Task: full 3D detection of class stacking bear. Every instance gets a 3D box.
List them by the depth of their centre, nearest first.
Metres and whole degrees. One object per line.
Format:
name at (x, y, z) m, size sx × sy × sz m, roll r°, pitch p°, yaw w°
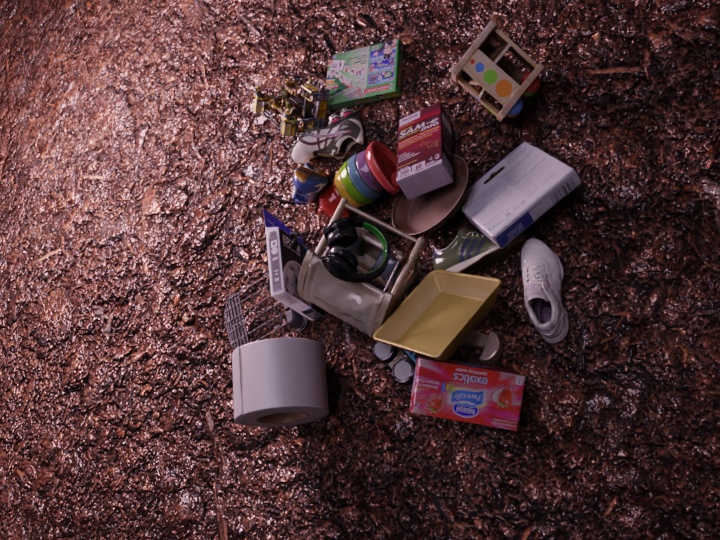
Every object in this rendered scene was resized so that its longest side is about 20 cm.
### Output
stacking bear at (-0.012, -0.184, 1.672) m, size 0.198 × 0.114 × 0.122 m, roll -34°, pitch 16°, yaw 31°

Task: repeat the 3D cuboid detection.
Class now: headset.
headset at (-0.038, -0.047, 1.436) m, size 0.195 × 0.094 × 0.126 m, roll 3°, pitch 66°, yaw -6°

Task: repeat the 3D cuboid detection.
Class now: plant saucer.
plant saucer at (0.149, 0.089, 1.413) m, size 0.200 × 0.049 × 0.198 m, roll -46°, pitch 28°, yaw -22°
plant saucer at (0.151, -0.149, 1.573) m, size 0.198 × 0.037 × 0.203 m, roll -30°, pitch 39°, yaw 27°

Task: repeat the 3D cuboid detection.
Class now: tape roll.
tape roll at (-0.166, 0.237, 1.573) m, size 0.199 × 0.202 × 0.143 m, roll -17°, pitch 67°, yaw 25°

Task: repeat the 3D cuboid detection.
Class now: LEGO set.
LEGO set at (-0.165, -0.415, 1.804) m, size 0.200 × 0.151 × 0.118 m, roll 48°, pitch 137°, yaw 43°

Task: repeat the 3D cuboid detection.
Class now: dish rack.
dish rack at (-0.225, 0.096, 1.743) m, size 0.197 × 0.054 × 0.156 m, roll -29°, pitch 60°, yaw 22°

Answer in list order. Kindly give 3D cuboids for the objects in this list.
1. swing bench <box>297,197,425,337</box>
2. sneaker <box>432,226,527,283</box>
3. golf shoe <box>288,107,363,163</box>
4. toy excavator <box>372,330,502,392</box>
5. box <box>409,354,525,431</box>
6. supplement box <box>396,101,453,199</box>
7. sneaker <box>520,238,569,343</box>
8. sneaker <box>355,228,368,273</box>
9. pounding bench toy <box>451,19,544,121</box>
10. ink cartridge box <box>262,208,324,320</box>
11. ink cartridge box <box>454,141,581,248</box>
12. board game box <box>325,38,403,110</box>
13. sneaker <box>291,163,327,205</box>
swing bench at (0.000, 0.000, 1.530) m, size 0.196 × 0.131 × 0.202 m, roll 26°, pitch 66°, yaw 15°
sneaker at (0.226, -0.052, 1.508) m, size 0.198 × 0.067 × 0.092 m, roll -29°, pitch 67°, yaw 24°
golf shoe at (-0.082, -0.295, 1.770) m, size 0.197 × 0.077 × 0.090 m, roll -29°, pitch 70°, yaw 21°
toy excavator at (0.151, 0.154, 1.481) m, size 0.200 × 0.100 × 0.194 m, roll -46°, pitch 58°, yaw 0°
box at (0.192, 0.219, 1.373) m, size 0.195 × 0.095 × 0.102 m, roll 9°, pitch 89°, yaw 4°
supplement box at (0.136, -0.254, 1.593) m, size 0.107 × 0.061 × 0.203 m, roll -20°, pitch 43°, yaw 24°
sneaker at (0.337, 0.027, 1.399) m, size 0.074 × 0.099 × 0.204 m, roll -21°, pitch 63°, yaw 25°
sneaker at (-0.039, -0.018, 1.651) m, size 0.075 × 0.080 × 0.204 m, roll 11°, pitch 79°, yaw 34°
pounding bench toy at (0.285, -0.396, 1.561) m, size 0.155 × 0.200 × 0.125 m, roll 41°, pitch 100°, yaw 2°
ink cartridge box at (-0.143, -0.014, 1.641) m, size 0.042 × 0.198 × 0.205 m, roll -16°, pitch 67°, yaw 17°
ink cartridge box at (0.300, -0.151, 1.476) m, size 0.195 × 0.043 × 0.201 m, roll -40°, pitch 28°, yaw 4°
board game box at (0.007, -0.462, 1.796) m, size 0.196 × 0.029 × 0.138 m, roll -4°, pitch 73°, yaw 30°
sneaker at (-0.119, -0.183, 1.705) m, size 0.074 × 0.200 × 0.090 m, roll 27°, pitch 102°, yaw 0°
